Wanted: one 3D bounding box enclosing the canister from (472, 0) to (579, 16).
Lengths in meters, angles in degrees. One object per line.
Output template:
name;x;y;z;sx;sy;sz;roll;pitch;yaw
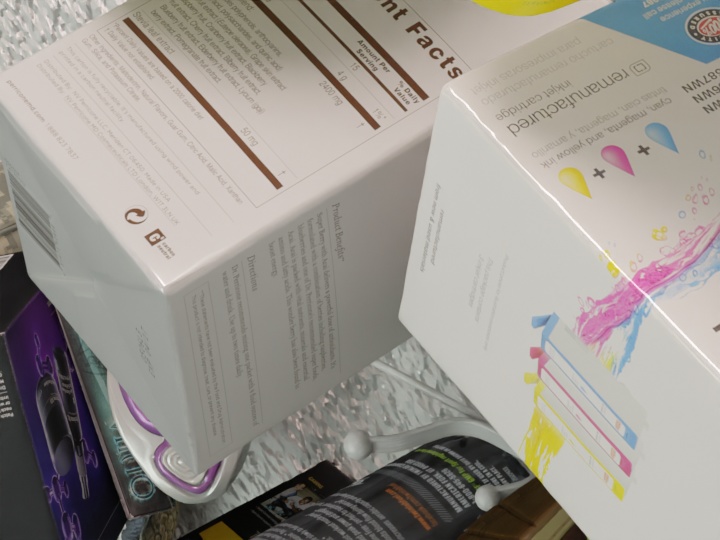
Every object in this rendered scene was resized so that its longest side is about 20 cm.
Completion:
canister;0.100;-0.161;0.770;0.087;0.148;0.200;59;156;10

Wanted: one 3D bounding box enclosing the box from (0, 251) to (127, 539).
box;-0.172;0.078;1.362;0.200;0.079;0.142;-71;-30;-76

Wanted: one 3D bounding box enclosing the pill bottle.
pill bottle;-0.011;0.156;1.199;0.106;0.200;0.107;43;147;37

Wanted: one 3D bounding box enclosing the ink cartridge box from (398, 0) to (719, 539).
ink cartridge box;0.126;0.020;0.905;0.200;0.128;0.125;48;150;28

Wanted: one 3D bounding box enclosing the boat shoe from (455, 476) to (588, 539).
boat shoe;0.051;0.164;1.127;0.072;0.200;0.072;43;165;-11

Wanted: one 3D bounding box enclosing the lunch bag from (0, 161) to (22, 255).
lunch bag;-0.256;0.019;1.539;0.168;0.200;0.140;29;135;44

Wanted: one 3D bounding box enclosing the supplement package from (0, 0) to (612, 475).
supplement package;-0.018;-0.045;1.014;0.120;0.200;0.121;47;158;30

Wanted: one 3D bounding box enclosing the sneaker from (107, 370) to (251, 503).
sneaker;-0.083;0.017;1.323;0.100;0.075;0.201;55;-157;-69

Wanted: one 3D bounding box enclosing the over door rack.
over door rack;0.000;0.000;1.190;0.200;0.066;0.148;39;144;41

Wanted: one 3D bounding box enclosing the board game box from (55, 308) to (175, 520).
board game box;-0.129;0.009;1.398;0.135;0.028;0.201;-82;-23;-69

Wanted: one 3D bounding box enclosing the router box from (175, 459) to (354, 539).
router box;-0.020;0.187;1.295;0.200;0.157;0.052;37;144;44

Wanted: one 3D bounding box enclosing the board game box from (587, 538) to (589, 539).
board game box;0.140;0.148;1.085;0.102;0.048;0.201;34;142;46

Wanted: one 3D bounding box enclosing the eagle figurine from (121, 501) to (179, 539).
eagle figurine;-0.122;0.186;1.554;0.152;0.151;0.200;33;133;-32
